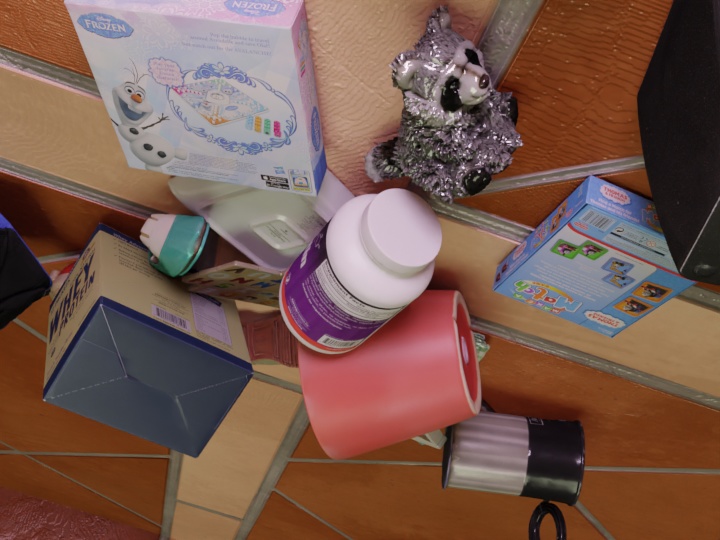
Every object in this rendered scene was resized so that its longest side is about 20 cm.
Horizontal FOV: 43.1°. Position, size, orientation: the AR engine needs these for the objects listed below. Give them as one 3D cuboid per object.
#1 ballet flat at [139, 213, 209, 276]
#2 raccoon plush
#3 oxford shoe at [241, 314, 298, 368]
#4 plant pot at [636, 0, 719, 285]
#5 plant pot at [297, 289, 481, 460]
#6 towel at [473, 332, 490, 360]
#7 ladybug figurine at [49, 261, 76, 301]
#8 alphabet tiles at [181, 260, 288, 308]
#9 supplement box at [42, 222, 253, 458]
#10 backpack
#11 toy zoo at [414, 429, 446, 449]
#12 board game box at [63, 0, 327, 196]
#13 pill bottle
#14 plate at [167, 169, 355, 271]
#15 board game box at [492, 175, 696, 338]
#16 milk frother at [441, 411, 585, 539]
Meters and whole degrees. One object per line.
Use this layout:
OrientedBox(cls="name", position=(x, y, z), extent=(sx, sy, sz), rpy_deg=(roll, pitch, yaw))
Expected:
OrientedBox(cls="ballet flat", position=(-0.215, -0.030, 1.022), extent=(0.070, 0.068, 0.200), rpy_deg=(25, 168, -11))
OrientedBox(cls="raccoon plush", position=(0.037, -0.127, 0.752), extent=(0.198, 0.098, 0.134), rpy_deg=(-14, 132, 42))
OrientedBox(cls="oxford shoe", position=(-0.100, 0.096, 1.242), extent=(0.197, 0.072, 0.074), rpy_deg=(0, 173, 25))
OrientedBox(cls="plant pot", position=(0.295, -0.091, 0.592), extent=(0.196, 0.180, 0.201), rpy_deg=(11, 150, 7))
OrientedBox(cls="plant pot", position=(0.041, 0.108, 1.056), extent=(0.174, 0.203, 0.201), rpy_deg=(-11, 145, 14))
OrientedBox(cls="towel", position=(0.085, 0.121, 1.218), extent=(0.150, 0.024, 0.201), rpy_deg=(14, 151, 5))
OrientedBox(cls="ladybug figurine", position=(-0.328, 0.045, 1.236), extent=(0.135, 0.073, 0.199), rpy_deg=(-16, 138, 44))
OrientedBox(cls="alphabet tiles", position=(-0.102, 0.018, 1.075), extent=(0.166, 0.008, 0.198), rpy_deg=(-14, 161, 41))
OrientedBox(cls="supplement box", position=(-0.254, 0.080, 1.086), extent=(0.198, 0.200, 0.135), rpy_deg=(28, 107, -27))
OrientedBox(cls="backpack", position=(-0.512, 0.013, 1.119), extent=(0.167, 0.200, 0.163), rpy_deg=(36, 160, 30))
OrientedBox(cls="toy zoo", position=(0.042, 0.185, 1.274), extent=(0.130, 0.021, 0.201), rpy_deg=(16, 150, 49))
OrientedBox(cls="board game box", position=(-0.136, -0.159, 0.809), extent=(0.196, 0.044, 0.200), rpy_deg=(10, 146, 11))
OrientedBox(cls="pill bottle", position=(0.000, 0.000, 0.898), extent=(0.111, 0.114, 0.200), rpy_deg=(24, 148, -15))
OrientedBox(cls="plate", position=(-0.085, -0.052, 0.994), extent=(0.198, 0.033, 0.199), rpy_deg=(-11, 141, 38))
OrientedBox(cls="board game box", position=(0.241, -0.005, 0.909), extent=(0.149, 0.037, 0.200), rpy_deg=(21, 150, -9))
OrientedBox(cls="milk frother", position=(0.206, 0.308, 1.288), extent=(0.184, 0.203, 0.181), rpy_deg=(7, 160, 3))
